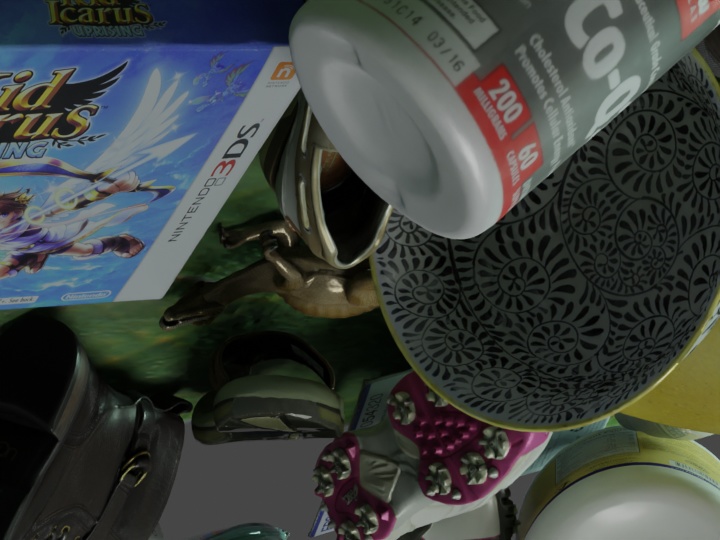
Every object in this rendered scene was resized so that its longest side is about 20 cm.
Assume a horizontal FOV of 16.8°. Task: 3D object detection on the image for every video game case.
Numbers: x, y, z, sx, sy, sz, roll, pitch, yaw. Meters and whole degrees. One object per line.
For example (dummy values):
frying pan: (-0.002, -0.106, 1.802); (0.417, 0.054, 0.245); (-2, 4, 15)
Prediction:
video game case: (-0.138, -0.051, 1.029); (0.199, 0.046, 0.182); (-4, 145, -36)

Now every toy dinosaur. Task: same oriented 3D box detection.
toy dinosaur: (0.000, 0.000, 1.212); (0.198, 0.059, 0.101); (3, 149, -1)

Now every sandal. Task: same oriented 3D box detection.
sandal: (-0.044, 0.058, 1.247); (0.079, 0.058, 0.201); (-2, 174, -9)

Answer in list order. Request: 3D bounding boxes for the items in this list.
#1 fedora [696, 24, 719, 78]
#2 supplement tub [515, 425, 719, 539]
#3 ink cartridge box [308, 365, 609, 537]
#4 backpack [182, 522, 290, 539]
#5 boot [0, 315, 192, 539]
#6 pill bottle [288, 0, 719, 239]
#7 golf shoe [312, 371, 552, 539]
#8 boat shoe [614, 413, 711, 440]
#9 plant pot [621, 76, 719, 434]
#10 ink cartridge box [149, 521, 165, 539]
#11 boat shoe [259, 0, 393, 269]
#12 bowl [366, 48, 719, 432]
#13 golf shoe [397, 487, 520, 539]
fedora: (0.225, -0.140, 1.100); (0.176, 0.091, 0.200); (0, 167, 27)
supplement tub: (0.161, 0.170, 1.417); (0.145, 0.146, 0.200); (-29, -177, 7)
ink cartridge box: (0.068, 0.074, 1.437); (0.199, 0.044, 0.197); (-13, 152, -20)
backpack: (-0.088, 0.236, 1.447); (0.175, 0.154, 0.200); (-21, 179, -5)
boot: (-0.159, 0.129, 1.233); (0.201, 0.069, 0.174); (-59, 154, -13)
pill bottle: (0.078, -0.115, 0.975); (0.200, 0.114, 0.114); (-41, 158, -18)
golf shoe: (0.053, 0.089, 1.273); (0.091, 0.076, 0.200); (-12, 168, -33)
boat shoe: (0.225, 0.037, 1.455); (0.068, 0.072, 0.200); (-6, -148, 51)
plant pot: (0.160, -0.002, 1.252); (0.141, 0.202, 0.200); (-13, 160, 24)
ink cartridge box: (-0.234, 0.177, 1.351); (0.199, 0.045, 0.176); (-35, 153, 17)
boat shoe: (0.008, -0.082, 1.073); (0.074, 0.069, 0.201); (-12, 147, -21)
bowl: (0.109, -0.025, 1.125); (0.201, 0.202, 0.094); (-41, 153, 27)
golf shoe: (0.039, 0.148, 1.424); (0.087, 0.078, 0.200); (-7, 149, -14)
